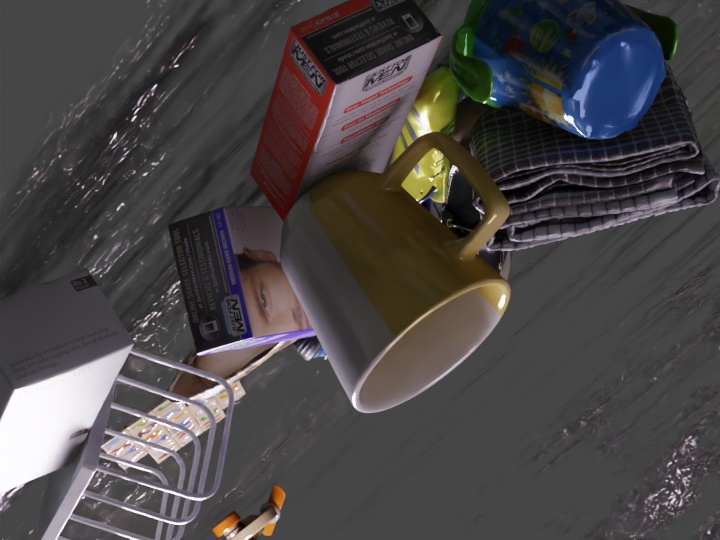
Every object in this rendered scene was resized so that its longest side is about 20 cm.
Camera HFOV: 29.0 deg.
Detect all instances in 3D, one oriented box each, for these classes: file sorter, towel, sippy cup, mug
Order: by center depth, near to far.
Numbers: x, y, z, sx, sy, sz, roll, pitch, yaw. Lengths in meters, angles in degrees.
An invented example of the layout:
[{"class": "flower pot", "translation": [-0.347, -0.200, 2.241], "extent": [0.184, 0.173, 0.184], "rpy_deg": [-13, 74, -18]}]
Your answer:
[{"class": "mug", "translation": [0.028, -0.007, 1.083], "extent": [0.186, 0.154, 0.149], "rpy_deg": [-39, 157, 2]}, {"class": "sippy cup", "translation": [0.169, -0.172, 1.113], "extent": [0.178, 0.130, 0.140], "rpy_deg": [-43, 133, -3]}, {"class": "towel", "translation": [0.192, -0.099, 1.180], "extent": [0.198, 0.086, 0.166], "rpy_deg": [-13, -156, 9]}, {"class": "file sorter", "translation": [-0.212, 0.185, 1.283], "extent": [0.123, 0.140, 0.200], "rpy_deg": [20, 138, -15]}]

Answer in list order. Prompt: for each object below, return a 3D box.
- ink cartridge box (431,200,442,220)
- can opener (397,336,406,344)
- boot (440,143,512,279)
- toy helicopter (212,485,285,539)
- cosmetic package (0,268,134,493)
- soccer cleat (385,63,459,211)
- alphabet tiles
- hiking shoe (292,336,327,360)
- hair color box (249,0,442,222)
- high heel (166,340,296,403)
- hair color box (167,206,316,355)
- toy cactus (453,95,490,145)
[{"class": "ink cartridge box", "translation": [0.053, -0.010, 1.491], "extent": [0.146, 0.085, 0.199], "rpy_deg": [-47, 162, 26]}, {"class": "can opener", "translation": [0.000, 0.000, 1.205], "extent": [0.078, 0.202, 0.063], "rpy_deg": [-25, 153, 21]}, {"class": "boot", "translation": [0.089, -0.004, 1.326], "extent": [0.154, 0.073, 0.205], "rpy_deg": [-54, 154, -33]}, {"class": "toy helicopter", "translation": [-0.183, 0.416, 2.245], "extent": [0.132, 0.079, 0.200], "rpy_deg": [-39, 178, -28]}, {"class": "cosmetic package", "translation": [-0.268, 0.096, 1.105], "extent": [0.112, 0.081, 0.200], "rpy_deg": [-22, 159, -37]}, {"class": "soccer cleat", "translation": [0.060, -0.107, 1.235], "extent": [0.064, 0.084, 0.201], "rpy_deg": [-29, 162, -24]}, {"class": "alphabet tiles", "translation": [-0.207, 0.170, 1.582], "extent": [0.166, 0.008, 0.200], "rpy_deg": [-35, 164, -9]}, {"class": "hiking shoe", "translation": [0.006, 0.077, 1.630], "extent": [0.199, 0.087, 0.074], "rpy_deg": [-17, 155, -50]}, {"class": "hair color box", "translation": [-0.016, -0.123, 1.069], "extent": [0.101, 0.061, 0.200], "rpy_deg": [-28, 163, -26]}, {"class": "high heel", "translation": [-0.123, 0.073, 1.360], "extent": [0.142, 0.072, 0.200], "rpy_deg": [-38, 174, -20]}, {"class": "hair color box", "translation": [-0.075, 0.005, 1.191], "extent": [0.064, 0.111, 0.199], "rpy_deg": [-16, 175, 28]}, {"class": "toy cactus", "translation": [0.154, -0.156, 1.317], "extent": [0.164, 0.103, 0.200], "rpy_deg": [-26, 172, -3]}]
